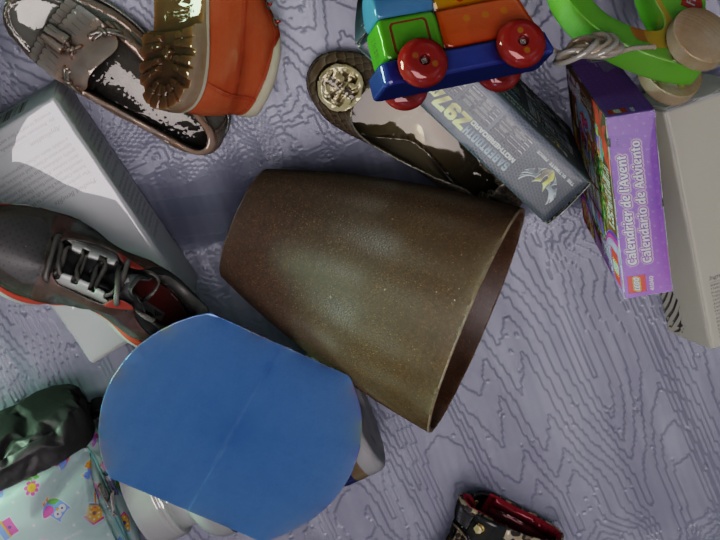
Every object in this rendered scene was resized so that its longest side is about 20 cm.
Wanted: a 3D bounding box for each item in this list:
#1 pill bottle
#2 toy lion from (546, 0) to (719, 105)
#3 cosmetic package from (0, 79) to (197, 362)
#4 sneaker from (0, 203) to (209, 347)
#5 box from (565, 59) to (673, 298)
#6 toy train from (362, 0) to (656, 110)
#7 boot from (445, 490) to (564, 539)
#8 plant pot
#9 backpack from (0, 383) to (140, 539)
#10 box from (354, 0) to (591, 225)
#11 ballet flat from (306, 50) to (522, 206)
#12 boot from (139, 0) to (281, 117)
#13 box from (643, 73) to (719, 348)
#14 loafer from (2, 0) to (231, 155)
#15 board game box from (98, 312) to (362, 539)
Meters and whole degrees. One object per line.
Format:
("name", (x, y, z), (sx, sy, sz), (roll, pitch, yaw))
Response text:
("pill bottle", (-0.090, 0.148, 1.656), (0.200, 0.111, 0.111), (-23, 107, 8))
("toy lion", (0.187, -0.242, 1.500), (0.192, 0.200, 0.069), (23, 148, -7))
("cosmetic package", (-0.223, -0.040, 1.617), (0.102, 0.074, 0.200), (-29, 108, 8))
("sneaker", (-0.196, 0.000, 1.529), (0.200, 0.082, 0.077), (23, 75, -25))
("box", (0.192, -0.075, 1.536), (0.039, 0.200, 0.137), (-9, 107, 0))
("toy train", (0.096, -0.188, 1.421), (0.200, 0.085, 0.116), (-12, 84, -11))
("boot", (0.061, 0.253, 1.710), (0.200, 0.073, 0.151), (22, 108, -11))
("plant pot", (0.000, 0.000, 1.587), (0.200, 0.187, 0.187), (23, 107, 8))
("backpack", (-0.258, 0.212, 1.671), (0.167, 0.127, 0.200), (-21, 110, 3))
("box", (0.082, -0.136, 1.540), (0.200, 0.158, 0.051), (42, 103, -13))
("ballet flat", (0.045, -0.105, 1.607), (0.200, 0.046, 0.067), (35, 104, -10))
("boot", (-0.104, -0.214, 1.565), (0.107, 0.075, 0.200), (8, 89, -45))
("box", (0.271, -0.047, 1.604), (0.082, 0.068, 0.200), (-19, 108, -19))
("loafer", (-0.188, -0.155, 1.583), (0.200, 0.063, 0.072), (32, 106, -10))
("board game box", (-0.099, 0.113, 1.573), (0.200, 0.039, 0.158), (25, 109, -15))
